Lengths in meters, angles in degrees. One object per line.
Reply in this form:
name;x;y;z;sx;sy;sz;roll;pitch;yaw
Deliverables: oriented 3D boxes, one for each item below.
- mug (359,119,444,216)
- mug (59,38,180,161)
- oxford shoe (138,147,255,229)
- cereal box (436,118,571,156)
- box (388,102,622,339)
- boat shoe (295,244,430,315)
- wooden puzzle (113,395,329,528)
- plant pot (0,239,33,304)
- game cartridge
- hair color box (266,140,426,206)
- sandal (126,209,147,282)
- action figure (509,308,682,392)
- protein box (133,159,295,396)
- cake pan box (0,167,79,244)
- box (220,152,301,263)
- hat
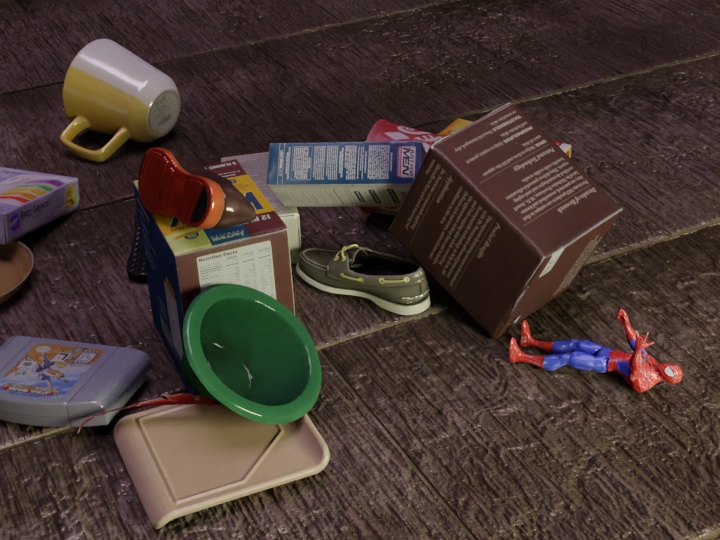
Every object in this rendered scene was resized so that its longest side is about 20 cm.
mug;0.102;-0.113;1.868;0.199;0.134;0.178;13;41;17
mug;-0.380;-0.261;2.176;0.152;0.188;0.149;24;7;25
oxford shoe;-0.190;-0.087;1.523;0.072;0.072;0.200;10;15;-38
cereal box;0.198;-0.167;2.022;0.199;0.040;0.144;16;36;29
box;0.174;-0.063;1.660;0.164;0.166;0.200;-30;69;-38
boat shoe;0.002;-0.001;1.741;0.201;0.061;0.072;18;37;31
wooden puzzle;-0.153;0.193;1.460;0.199;0.037;0.185;-19;33;-16
plant pot;-0.535;0.012;1.803;0.198;0.028;0.201;-2;32;1
game cartridge;-0.360;0.130;1.569;0.198;0.042;0.133;5;26;19
hair color box;-0.012;-0.123;1.739;0.198;0.061;0.100;1;-13;11
sandal;-0.280;-0.048;1.875;0.074;0.045;0.201;-2;45;12
action figure;0.273;0.080;1.550;0.199;0.100;0.065;14;36;22
protein box;-0.172;0.008;1.603;0.134;0.201;0.199;-13;32;-17
cake pan box;-0.535;-0.099;1.940;0.199;0.053;0.184;9;21;22
box;-0.140;-0.086;1.880;0.094;0.078;0.200;-6;31;-6
hat;-0.170;0.125;1.511;0.199;0.176;0.166;31;43;-18
